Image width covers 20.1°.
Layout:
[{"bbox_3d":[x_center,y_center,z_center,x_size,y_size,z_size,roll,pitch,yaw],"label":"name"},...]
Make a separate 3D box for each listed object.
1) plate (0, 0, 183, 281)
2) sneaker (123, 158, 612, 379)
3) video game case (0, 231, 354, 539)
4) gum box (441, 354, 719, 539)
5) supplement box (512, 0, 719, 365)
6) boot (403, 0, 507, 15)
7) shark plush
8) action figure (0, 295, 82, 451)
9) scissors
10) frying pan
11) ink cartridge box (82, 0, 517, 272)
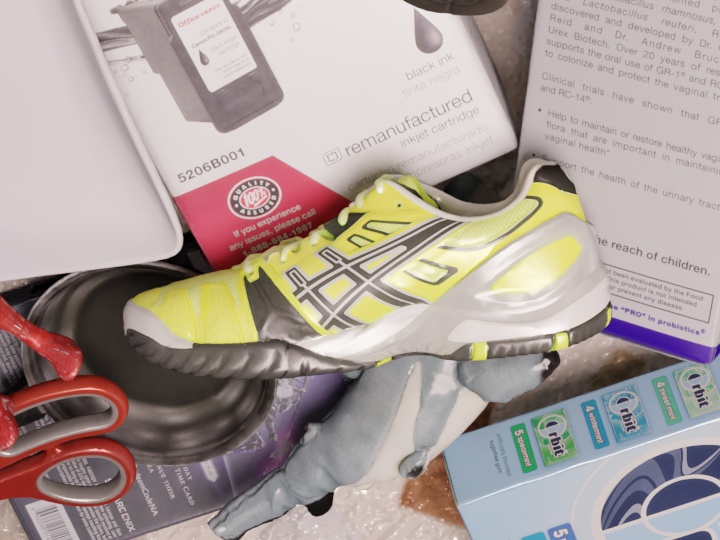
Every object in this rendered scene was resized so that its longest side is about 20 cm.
[{"bbox_3d":[-0.188,-0.079,0.814,0.199,0.032,0.200,-8,125,18],"label":"plate"},{"bbox_3d":[0.000,0.000,0.832,0.199,0.075,0.077,-7,98,4],"label":"sneaker"},{"bbox_3d":[-0.085,0.053,0.962,0.199,0.019,0.143,-19,118,4],"label":"video game case"},{"bbox_3d":[0.157,0.117,0.976,0.199,0.045,0.170,-19,134,5],"label":"gum box"},{"bbox_3d":[0.132,-0.079,0.841,0.103,0.101,0.201,17,119,25],"label":"supplement box"},{"bbox_3d":[0.037,-0.210,0.733,0.073,0.151,0.200,6,145,22],"label":"boot"},{"bbox_3d":[0.007,0.049,0.940,0.083,0.091,0.200,44,112,-11],"label":"shark plush"},{"bbox_3d":[-0.195,0.010,0.789,0.200,0.099,0.065,39,98,-29],"label":"action figure"},{"bbox_3d":[-0.194,0.096,0.909,0.199,0.014,0.073,-15,128,3],"label":"scissors"},{"bbox_3d":[-0.118,0.060,0.927,0.115,0.031,0.190,38,122,-19],"label":"frying pan"},{"bbox_3d":[-0.041,-0.119,0.837,0.145,0.083,0.200,-24,118,9],"label":"ink cartridge box"}]
